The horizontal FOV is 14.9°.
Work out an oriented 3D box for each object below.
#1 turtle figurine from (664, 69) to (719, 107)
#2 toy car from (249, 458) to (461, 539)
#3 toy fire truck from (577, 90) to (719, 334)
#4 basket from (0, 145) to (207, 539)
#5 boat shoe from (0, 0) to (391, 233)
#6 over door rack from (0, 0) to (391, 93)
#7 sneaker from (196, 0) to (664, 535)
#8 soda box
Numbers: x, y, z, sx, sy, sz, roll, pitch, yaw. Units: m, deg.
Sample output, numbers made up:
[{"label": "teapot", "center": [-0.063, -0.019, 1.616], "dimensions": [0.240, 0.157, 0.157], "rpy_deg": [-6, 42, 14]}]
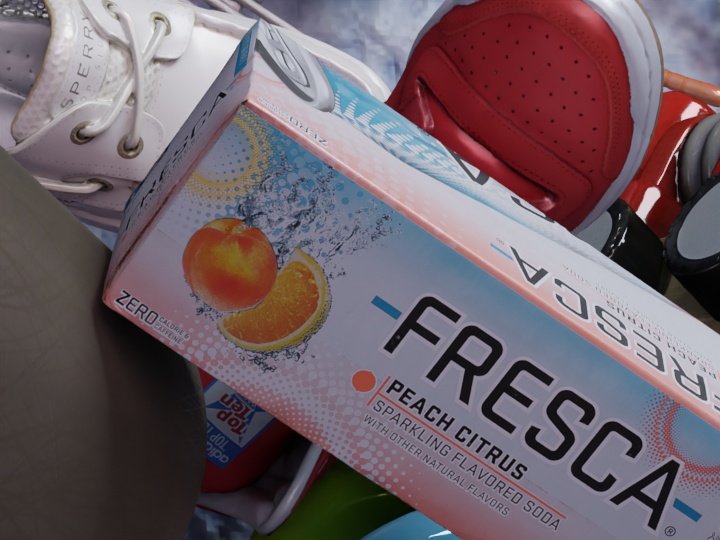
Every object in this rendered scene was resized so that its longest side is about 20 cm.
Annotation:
[{"label": "turtle figurine", "center": [0.116, -0.166, 0.977], "dimensions": [0.161, 0.064, 0.200], "rpy_deg": [-35, 77, -25]}, {"label": "toy car", "center": [0.054, 0.128, 0.770], "dimensions": [0.199, 0.150, 0.176], "rpy_deg": [31, 101, 0]}, {"label": "toy fire truck", "center": [0.138, -0.023, 0.875], "dimensions": [0.129, 0.176, 0.200], "rpy_deg": [45, 56, -23]}, {"label": "basket", "center": [-0.126, 0.027, 0.641], "dimensions": [0.136, 0.200, 0.181], "rpy_deg": [39, 96, 24]}, {"label": "boat shoe", "center": [-0.086, -0.053, 0.812], "dimensions": [0.199, 0.069, 0.071], "rpy_deg": [7, 80, -4]}, {"label": "over door rack", "center": [-0.085, -0.017, 0.875], "dimensions": [0.147, 0.067, 0.200], "rpy_deg": [33, 79, 2]}, {"label": "sneaker", "center": [0.000, 0.000, 0.734], "dimensions": [0.071, 0.200, 0.112], "rpy_deg": [44, 51, 3]}, {"label": "soda box", "center": [0.037, 0.026, 0.675], "dimensions": [0.200, 0.068, 0.064], "rpy_deg": [35, 108, -12]}]
